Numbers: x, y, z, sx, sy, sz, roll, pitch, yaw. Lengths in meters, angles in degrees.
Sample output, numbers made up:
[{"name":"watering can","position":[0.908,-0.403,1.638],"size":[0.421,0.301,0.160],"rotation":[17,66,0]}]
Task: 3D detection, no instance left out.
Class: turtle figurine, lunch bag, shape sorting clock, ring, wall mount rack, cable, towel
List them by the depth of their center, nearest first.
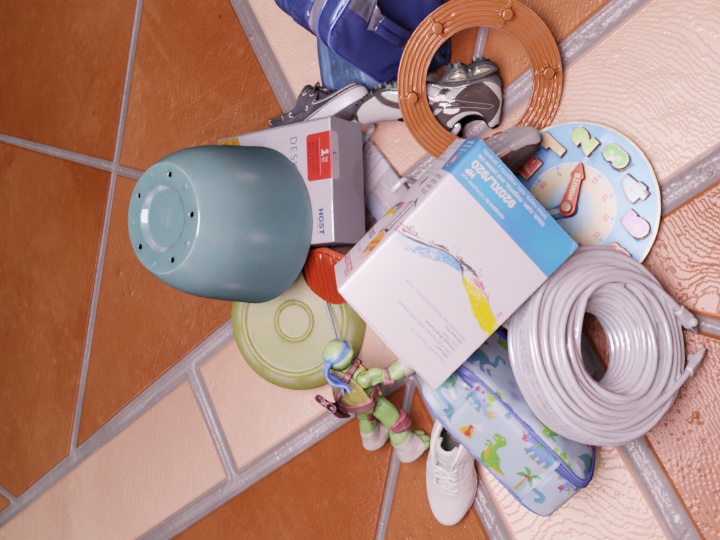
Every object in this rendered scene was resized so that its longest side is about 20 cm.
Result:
[{"name":"cable","position":[0.244,0.075,0.767],"size":[0.201,0.200,0.069],"rotation":[49,156,-8]},{"name":"lunch bag","position":[0.168,0.153,0.826],"size":[0.200,0.160,0.083],"rotation":[44,116,7]},{"name":"shape sorting clock","position":[0.241,-0.070,0.858],"size":[0.196,0.039,0.205],"rotation":[-3,85,32]},{"name":"lunch bag","position":[0.003,-0.319,0.878],"size":[0.132,0.199,0.137],"rotation":[43,107,24]},{"name":"ring","position":[0.140,-0.219,0.882],"size":[0.195,0.019,0.205],"rotation":[2,109,5]},{"name":"turtle figurine","position":[0.028,0.133,0.957],"size":[0.141,0.202,0.197],"rotation":[-15,120,15]},{"name":"towel","position":[0.027,-0.306,1.010],"size":[0.197,0.048,0.115],"rotation":[-9,85,34]},{"name":"wall mount rack","position":[-0.011,-0.100,1.018],"size":[0.174,0.074,0.201],"rotation":[-50,63,27]}]

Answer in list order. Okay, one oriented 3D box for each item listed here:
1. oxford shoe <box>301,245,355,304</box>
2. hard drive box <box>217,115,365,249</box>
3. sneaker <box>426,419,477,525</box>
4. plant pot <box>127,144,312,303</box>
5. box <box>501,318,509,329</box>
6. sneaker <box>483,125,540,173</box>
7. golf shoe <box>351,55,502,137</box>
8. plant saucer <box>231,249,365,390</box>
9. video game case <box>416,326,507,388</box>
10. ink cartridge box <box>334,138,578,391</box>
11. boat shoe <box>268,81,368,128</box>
[{"name":"oxford shoe","position":[0.000,0.000,0.943],"size":[0.198,0.072,0.073],"rotation":[5,111,47]},{"name":"hard drive box","position":[-0.094,-0.107,0.991],"size":[0.196,0.076,0.160],"rotation":[-5,87,34]},{"name":"sneaker","position":[0.108,0.229,0.916],"size":[0.069,0.080,0.205],"rotation":[13,109,23]},{"name":"plant pot","position":[-0.183,-0.060,0.909],"size":[0.197,0.160,0.206],"rotation":[0,90,35]},{"name":"box","position":[0.133,0.016,0.907],"size":[0.198,0.041,0.039],"rotation":[34,107,31]},{"name":"sneaker","position":[0.137,-0.090,0.882],"size":[0.199,0.077,0.082],"rotation":[-36,108,17]},{"name":"golf shoe","position":[0.083,-0.200,0.941],"size":[0.196,0.078,0.097],"rotation":[-10,95,23]},{"name":"plant saucer","position":[-0.090,0.069,1.044],"size":[0.195,0.031,0.205],"rotation":[0,93,6]},{"name":"video game case","position":[0.124,0.052,0.951],"size":[0.200,0.025,0.183],"rotation":[-43,66,26]},{"name":"ink cartridge box","position":[0.088,-0.013,0.771],"size":[0.145,0.147,0.200],"rotation":[44,95,-9]},{"name":"boat shoe","position":[-0.066,-0.226,1.043],"size":[0.198,0.069,0.067],"rotation":[-21,93,51]}]
